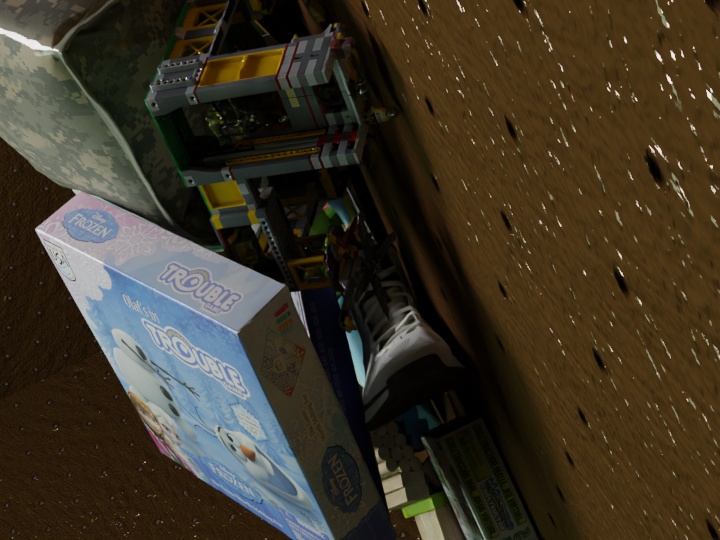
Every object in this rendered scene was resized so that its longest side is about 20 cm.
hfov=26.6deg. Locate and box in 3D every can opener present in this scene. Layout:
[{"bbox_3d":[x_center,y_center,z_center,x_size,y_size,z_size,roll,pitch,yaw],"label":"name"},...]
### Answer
[{"bbox_3d":[-0.097,-0.205,1.113,0.201,0.063,0.079,-118,5,-47],"label":"can opener"}]

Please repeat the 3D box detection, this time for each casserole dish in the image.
[{"bbox_3d":[0.019,0.085,1.319,0.122,0.039,0.200,59,-178,19],"label":"casserole dish"}]

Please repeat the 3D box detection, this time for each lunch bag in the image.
[{"bbox_3d":[-0.152,-0.109,0.903,0.163,0.118,0.201,20,151,35],"label":"lunch bag"}]

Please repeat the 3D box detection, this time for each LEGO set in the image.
[{"bbox_3d":[-0.022,-0.079,0.815,0.155,0.114,0.202,-70,-32,-52],"label":"LEGO set"}]

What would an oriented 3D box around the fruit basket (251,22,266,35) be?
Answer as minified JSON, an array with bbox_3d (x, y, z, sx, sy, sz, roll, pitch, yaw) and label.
[{"bbox_3d":[-0.121,-0.133,1.281,0.184,0.094,0.201,18,145,33],"label":"fruit basket"}]

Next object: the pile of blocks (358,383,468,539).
[{"bbox_3d":[0.032,0.157,1.230,0.201,0.082,0.062,51,144,-6],"label":"pile of blocks"}]

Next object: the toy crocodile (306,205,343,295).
[{"bbox_3d":[-0.053,0.011,1.231,0.068,0.061,0.201,55,-139,-22],"label":"toy crocodile"}]

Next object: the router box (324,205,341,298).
[{"bbox_3d":[-0.053,-0.072,1.449,0.200,0.048,0.181,86,159,-79],"label":"router box"}]

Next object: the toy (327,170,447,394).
[{"bbox_3d":[0.000,0.000,1.179,0.115,0.047,0.202,-120,7,-70],"label":"toy"}]

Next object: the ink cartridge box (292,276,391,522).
[{"bbox_3d":[-0.019,0.113,1.064,0.201,0.046,0.200,101,159,-55],"label":"ink cartridge box"}]

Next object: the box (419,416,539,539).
[{"bbox_3d":[0.086,0.163,1.109,0.200,0.034,0.111,108,137,-84],"label":"box"}]

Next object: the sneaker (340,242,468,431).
[{"bbox_3d":[0.013,0.039,1.029,0.116,0.075,0.201,63,179,3],"label":"sneaker"}]

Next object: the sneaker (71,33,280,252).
[{"bbox_3d":[-0.105,-0.082,1.132,0.119,0.200,0.074,51,171,7],"label":"sneaker"}]

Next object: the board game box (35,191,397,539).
[{"bbox_3d":[-0.085,0.065,0.894,0.199,0.043,0.201,23,144,44],"label":"board game box"}]

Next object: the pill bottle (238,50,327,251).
[{"bbox_3d":[-0.114,-0.103,1.037,0.200,0.114,0.114,42,170,14],"label":"pill bottle"}]
